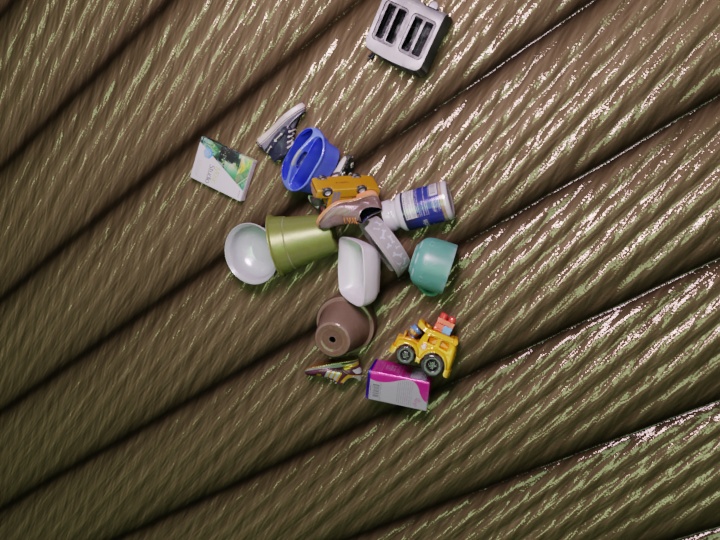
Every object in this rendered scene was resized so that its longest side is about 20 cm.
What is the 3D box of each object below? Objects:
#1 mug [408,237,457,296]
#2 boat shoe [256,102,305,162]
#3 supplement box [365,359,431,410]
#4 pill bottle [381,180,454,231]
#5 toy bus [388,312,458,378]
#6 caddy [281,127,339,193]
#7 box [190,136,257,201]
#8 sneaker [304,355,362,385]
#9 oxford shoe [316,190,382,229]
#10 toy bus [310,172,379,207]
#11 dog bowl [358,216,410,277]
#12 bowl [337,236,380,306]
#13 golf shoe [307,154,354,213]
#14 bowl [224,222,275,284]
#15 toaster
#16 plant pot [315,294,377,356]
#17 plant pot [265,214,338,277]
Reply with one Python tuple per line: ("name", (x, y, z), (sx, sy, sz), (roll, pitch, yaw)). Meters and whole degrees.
("mug", (0.204, -0.005, 1.482), (0.114, 0.152, 0.185), (19, 104, 8))
("boat shoe", (-0.224, -0.421, 1.550), (0.200, 0.075, 0.093), (-34, 100, 28))
("supplement box", (0.128, 0.368, 1.625), (0.199, 0.103, 0.101), (10, 105, 14))
("pill bottle", (0.167, -0.182, 1.471), (0.200, 0.116, 0.116), (-13, 100, 19))
("toy bus", (0.211, 0.214, 1.558), (0.200, 0.136, 0.192), (21, 95, 12))
("caddy", (-0.159, -0.327, 1.503), (0.141, 0.105, 0.200), (47, 113, 33))
("box", (-0.450, -0.333, 1.647), (0.200, 0.036, 0.145), (25, 109, 7))
("sneaker", (-0.093, 0.351, 1.697), (0.200, 0.075, 0.090), (-12, 95, 19))
("oxford shoe", (-0.033, -0.164, 1.457), (0.200, 0.071, 0.073), (-26, 55, 4))
("toy bus", (-0.046, -0.235, 1.478), (0.078, 0.200, 0.065), (108, 147, -47))
("dog bowl", (0.075, -0.074, 1.487), (0.059, 0.200, 0.200), (-35, 92, -2))
("bowl", (0.000, 0.000, 1.542), (0.074, 0.200, 0.201), (-4, 104, -24))
("golf shoe", (-0.093, -0.275, 1.543), (0.088, 0.077, 0.200), (36, 109, 14))
("bowl", (-0.337, -0.062, 1.650), (0.201, 0.090, 0.202), (5, 105, 21))
("toaster", (0.124, -0.641, 1.368), (0.181, 0.119, 0.200), (30, 110, 8))
("plant pot", (-0.062, 0.192, 1.597), (0.200, 0.175, 0.201), (4, 105, 14))
("plant pot", (-0.172, -0.096, 1.562), (0.189, 0.200, 0.201), (-12, 100, 6))
